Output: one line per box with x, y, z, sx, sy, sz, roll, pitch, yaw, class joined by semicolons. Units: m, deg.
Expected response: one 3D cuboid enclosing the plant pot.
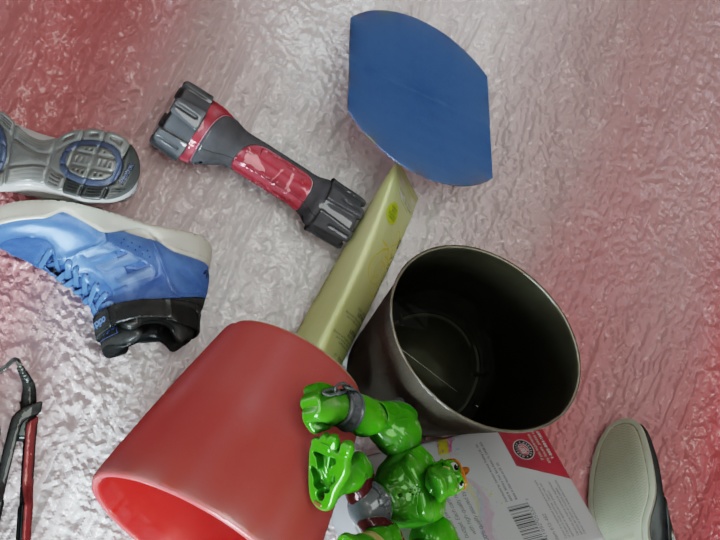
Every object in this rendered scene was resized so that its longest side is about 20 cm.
-0.096;0.153;1.275;0.199;0.200;0.178;35;63;-10;plant pot

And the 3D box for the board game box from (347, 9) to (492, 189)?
0.047;-0.153;1.435;0.156;0.039;0.202;21;47;-23;board game box

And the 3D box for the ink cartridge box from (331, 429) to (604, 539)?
0.089;0.225;1.339;0.197;0.083;0.147;-10;47;-19;ink cartridge box

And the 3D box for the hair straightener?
-0.306;0.171;1.269;0.076;0.041;0.203;7;78;-18;hair straightener

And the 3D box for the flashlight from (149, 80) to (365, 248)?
-0.090;-0.090;1.376;0.199;0.068;0.068;33;71;-10;flashlight

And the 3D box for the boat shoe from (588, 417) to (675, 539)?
0.262;0.242;1.449;0.067;0.071;0.203;16;64;-53;boat shoe

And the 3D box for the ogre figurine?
0.021;0.179;1.217;0.119;0.098;0.201;-17;69;-51;ogre figurine

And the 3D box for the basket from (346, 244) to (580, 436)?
0.071;0.077;1.328;0.179;0.200;0.137;34;69;-8;basket

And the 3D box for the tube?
0.000;0.000;1.395;0.052;0.058;0.202;32;73;-15;tube

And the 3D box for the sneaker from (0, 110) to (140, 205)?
-0.282;-0.088;1.309;0.197;0.087;0.076;14;77;3;sneaker

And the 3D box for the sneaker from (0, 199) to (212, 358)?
-0.225;0.013;1.305;0.197;0.077;0.113;13;67;-23;sneaker
